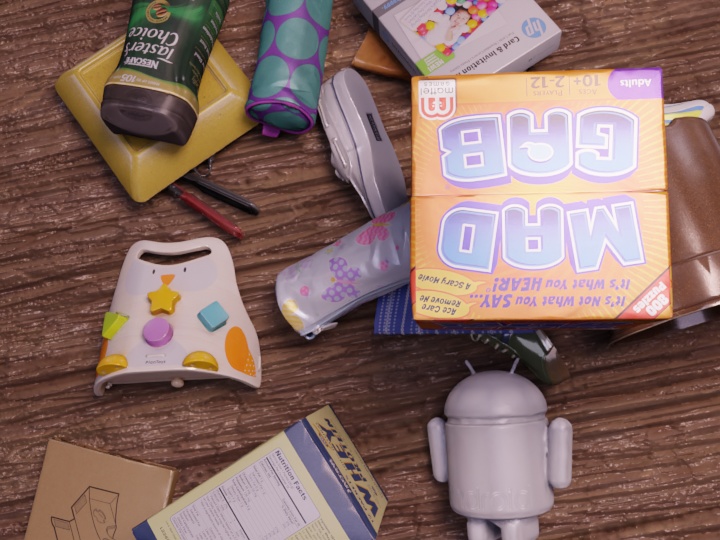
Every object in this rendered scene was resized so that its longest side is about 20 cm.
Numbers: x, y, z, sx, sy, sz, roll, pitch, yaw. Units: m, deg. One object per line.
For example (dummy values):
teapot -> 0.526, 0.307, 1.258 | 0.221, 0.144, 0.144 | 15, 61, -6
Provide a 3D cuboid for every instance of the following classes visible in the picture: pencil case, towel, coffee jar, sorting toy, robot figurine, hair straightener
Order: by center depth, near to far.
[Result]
robot figurine -> 0.151, 0.197, 0.889 | 0.169, 0.113, 0.200 | -7, 83, 30
towel -> 0.111, 0.003, 0.899 | 0.200, 0.024, 0.145 | -3, 66, 34
pencil case -> 0.000, 0.000, 0.908 | 0.200, 0.083, 0.091 | -29, 40, 20
coffee jar -> -0.219, -0.242, 0.914 | 0.104, 0.085, 0.200 | 10, 76, 4
pencil case -> -0.082, -0.265, 0.958 | 0.085, 0.092, 0.200 | 14, 74, -24
sorting toy -> -0.223, 0.046, 0.961 | 0.200, 0.107, 0.180 | -4, 65, 5
hair straightener -> -0.206, -0.120, 0.997 | 0.200, 0.041, 0.077 | 31, 77, 12

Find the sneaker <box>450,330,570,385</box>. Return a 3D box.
sneaker -> 0.146, 0.059, 0.929 | 0.090, 0.067, 0.200 | -33, 77, 2

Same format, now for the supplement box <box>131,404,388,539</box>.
supplement box -> -0.094, 0.257, 0.863 | 0.200, 0.200, 0.134 | -33, 83, 2

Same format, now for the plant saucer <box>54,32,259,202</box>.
plant saucer -> -0.244, -0.217, 0.976 | 0.200, 0.048, 0.200 | -36, 77, -8

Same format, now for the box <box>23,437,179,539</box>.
box -> -0.316, 0.316, 0.967 | 0.163, 0.021, 0.200 | 12, 85, 6

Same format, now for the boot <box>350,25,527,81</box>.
boot -> 0.082, -0.219, 0.959 | 0.200, 0.068, 0.189 | 22, 87, 8

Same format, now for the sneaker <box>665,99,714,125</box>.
sneaker -> 0.295, -0.180, 0.931 | 0.200, 0.076, 0.105 | -19, 83, 4

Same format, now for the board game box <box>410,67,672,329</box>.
board game box -> 0.148, -0.050, 0.732 | 0.199, 0.200, 0.200 | 0, 84, 6

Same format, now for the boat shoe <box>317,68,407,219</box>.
boat shoe -> -0.002, -0.136, 0.965 | 0.065, 0.074, 0.200 | -23, 77, 32

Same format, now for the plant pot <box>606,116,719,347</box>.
plant pot -> 0.330, -0.043, 0.864 | 0.200, 0.200, 0.199 | -16, 77, 4

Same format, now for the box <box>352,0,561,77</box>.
box -> 0.106, -0.293, 0.936 | 0.156, 0.041, 0.200 | -33, 72, -5
